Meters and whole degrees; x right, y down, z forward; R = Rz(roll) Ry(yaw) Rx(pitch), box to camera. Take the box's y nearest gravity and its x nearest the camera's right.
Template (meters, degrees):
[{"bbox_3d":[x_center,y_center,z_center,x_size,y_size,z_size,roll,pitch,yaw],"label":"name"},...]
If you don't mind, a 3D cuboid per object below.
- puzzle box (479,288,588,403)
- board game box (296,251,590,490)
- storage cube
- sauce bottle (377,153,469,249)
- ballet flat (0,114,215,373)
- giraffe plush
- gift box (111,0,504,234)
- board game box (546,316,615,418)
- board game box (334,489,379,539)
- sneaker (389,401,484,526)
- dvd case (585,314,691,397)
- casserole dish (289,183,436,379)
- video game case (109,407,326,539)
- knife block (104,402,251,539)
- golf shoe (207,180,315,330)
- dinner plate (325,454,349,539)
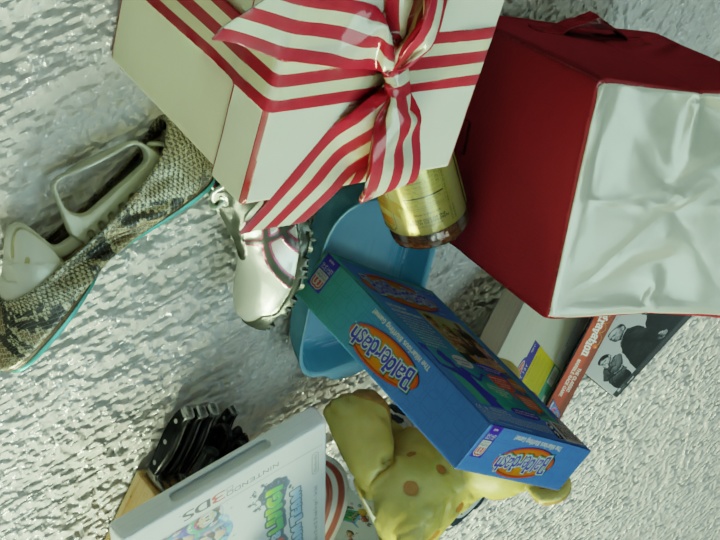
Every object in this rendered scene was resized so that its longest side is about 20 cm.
[{"bbox_3d":[0.157,0.047,1.428,0.200,0.025,0.133,-61,148,-12],"label":"puzzle box"},{"bbox_3d":[0.061,0.076,1.199,0.045,0.200,0.152,-52,144,13],"label":"board game box"},{"bbox_3d":[0.179,-0.077,1.178,0.171,0.180,0.200,1,111,-26],"label":"storage cube"},{"bbox_3d":[0.027,-0.109,1.133,0.066,0.066,0.200,-30,125,-19],"label":"sauce bottle"},{"bbox_3d":[-0.182,-0.026,1.043,0.200,0.068,0.075,-45,124,-9],"label":"ballet flat"},{"bbox_3d":[0.075,0.154,1.307,0.162,0.173,0.200,-24,-176,-4],"label":"giraffe plush"},{"bbox_3d":[-0.037,-0.144,0.950,0.200,0.187,0.185,-18,137,-34],"label":"gift box"},{"bbox_3d":[0.203,0.081,1.485,0.200,0.019,0.103,-66,174,26],"label":"board game box"},{"bbox_3d":[0.015,0.323,1.472,0.064,0.200,0.148,-19,137,-32],"label":"board game box"},{"bbox_3d":[0.067,0.188,1.490,0.199,0.079,0.130,-4,121,-56],"label":"sneaker"},{"bbox_3d":[0.262,0.039,1.585,0.150,0.025,0.200,-47,145,4],"label":"dvd case"},{"bbox_3d":[0.000,0.000,1.266,0.121,0.039,0.200,-17,136,-34],"label":"casserole dish"},{"bbox_3d":[-0.104,0.215,1.240,0.182,0.024,0.200,-29,143,-27],"label":"video game case"},{"bbox_3d":[-0.158,0.201,1.291,0.200,0.064,0.176,-36,144,-12],"label":"knife block"},{"bbox_3d":[-0.073,-0.047,1.131,0.088,0.077,0.200,2,125,-22],"label":"golf shoe"},{"bbox_3d":[-0.093,0.221,1.301,0.200,0.024,0.200,-30,144,-25],"label":"dinner plate"}]
